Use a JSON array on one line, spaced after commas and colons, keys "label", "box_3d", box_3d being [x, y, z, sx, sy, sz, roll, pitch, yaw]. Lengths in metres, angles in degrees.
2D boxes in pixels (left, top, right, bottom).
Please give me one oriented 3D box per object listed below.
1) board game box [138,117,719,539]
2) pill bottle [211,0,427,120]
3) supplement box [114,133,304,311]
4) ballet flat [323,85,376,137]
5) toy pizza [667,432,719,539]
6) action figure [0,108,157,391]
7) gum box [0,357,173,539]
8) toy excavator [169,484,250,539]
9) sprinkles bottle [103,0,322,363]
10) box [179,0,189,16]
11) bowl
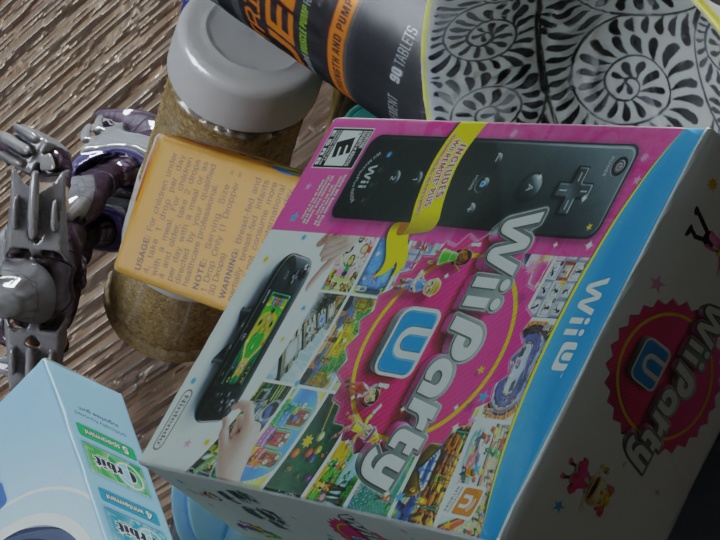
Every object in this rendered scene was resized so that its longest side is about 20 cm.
[{"label": "board game box", "box_3d": [0.035, 0.026, 0.969, 0.200, 0.064, 0.148, 6, 63, 53]}, {"label": "pill bottle", "box_3d": [-0.007, -0.137, 1.247, 0.200, 0.106, 0.106, 36, 111, 27]}, {"label": "supplement box", "box_3d": [0.000, 0.000, 1.213, 0.200, 0.067, 0.069, 16, 92, 31]}, {"label": "ballet flat", "box_3d": [0.017, -0.070, 1.316, 0.063, 0.069, 0.200, 107, 169, -69]}, {"label": "toy pizza", "box_3d": [0.098, 0.096, 0.989, 0.200, 0.032, 0.200, -172, 90, -68]}, {"label": "action figure", "box_3d": [-0.147, -0.014, 1.449, 0.200, 0.069, 0.130, -55, -18, -65]}, {"label": "gum box", "box_3d": [-0.131, 0.158, 1.075, 0.170, 0.045, 0.200, -44, 42, 19]}, {"label": "toy excavator", "box_3d": [0.017, 0.116, 1.164, 0.200, 0.194, 0.100, -84, 16, -77]}, {"label": "sprinkles bottle", "box_3d": [-0.068, -0.041, 1.361, 0.200, 0.068, 0.068, 111, 155, -49]}, {"label": "box", "box_3d": [-0.030, -0.206, 1.461, 0.121, 0.032, 0.200, 9, 86, 59]}, {"label": "bowl", "box_3d": [0.119, -0.047, 1.031, 0.201, 0.094, 0.201, 40, 145, 36]}]
